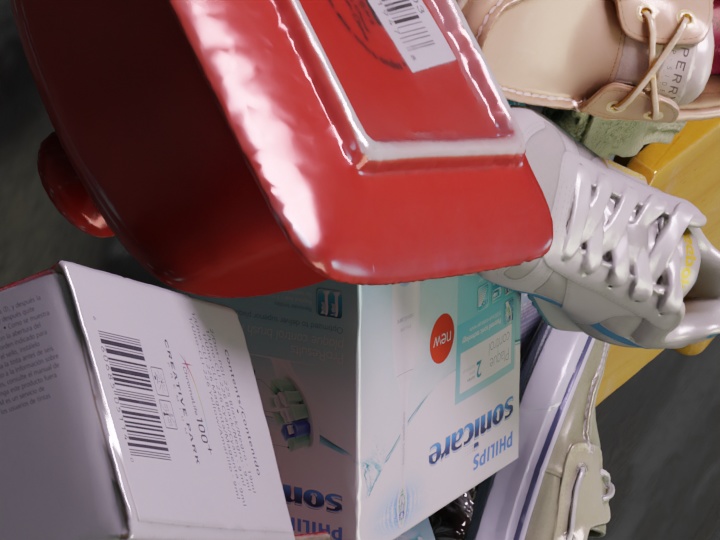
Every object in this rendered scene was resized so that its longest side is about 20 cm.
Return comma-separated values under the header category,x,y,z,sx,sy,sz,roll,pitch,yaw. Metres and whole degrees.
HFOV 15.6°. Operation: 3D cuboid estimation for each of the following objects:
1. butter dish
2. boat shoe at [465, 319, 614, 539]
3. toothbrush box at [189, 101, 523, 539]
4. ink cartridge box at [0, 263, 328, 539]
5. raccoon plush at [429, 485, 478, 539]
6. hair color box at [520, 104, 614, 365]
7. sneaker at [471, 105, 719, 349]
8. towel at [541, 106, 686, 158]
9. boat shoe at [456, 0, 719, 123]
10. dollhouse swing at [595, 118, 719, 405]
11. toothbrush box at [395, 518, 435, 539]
category,x,y,z,sx,sy,sz,roll,pitch,yaw
butter dish,-0.051,-0.062,0.921,0.148,0.201,0.199,-32,169,26
boat shoe,0.089,0.112,1.261,0.072,0.062,0.201,116,-8,-78
toothbrush box,0.000,0.000,1.098,0.146,0.085,0.201,-23,119,-57
ink cartridge box,-0.134,0.077,0.837,0.199,0.084,0.176,-19,167,16
raccoon plush,0.035,0.113,1.435,0.200,0.096,0.134,-56,164,-27
hair color box,0.046,-0.014,1.278,0.061,0.099,0.201,-24,141,-60
sneaker,0.095,-0.018,1.078,0.200,0.080,0.077,27,75,-61
towel,0.142,-0.139,1.155,0.148,0.036,0.201,-24,136,-59
boat shoe,0.118,-0.094,1.056,0.199,0.069,0.074,-8,125,-38
dollhouse swing,0.134,-0.058,1.388,0.175,0.182,0.201,-21,142,-29
toothbrush box,-0.022,0.180,1.260,0.200,0.085,0.147,-109,-146,-54
